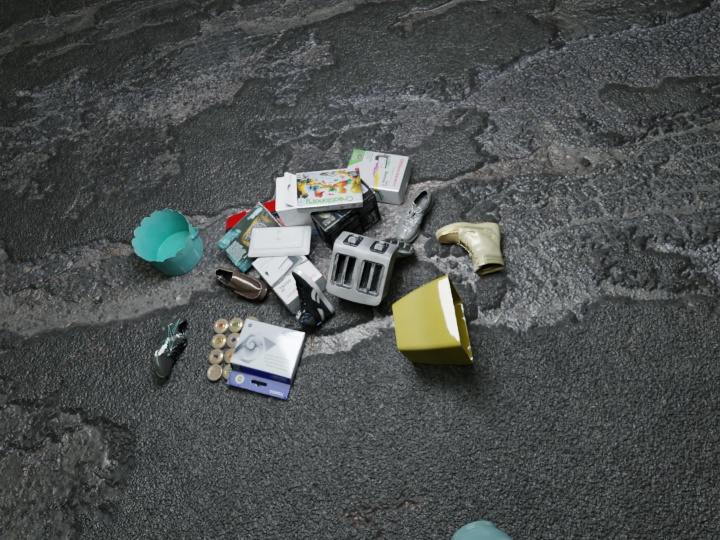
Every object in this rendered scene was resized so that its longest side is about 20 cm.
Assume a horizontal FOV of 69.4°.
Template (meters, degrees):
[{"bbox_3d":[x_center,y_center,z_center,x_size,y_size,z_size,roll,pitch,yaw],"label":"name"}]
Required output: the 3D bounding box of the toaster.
[{"bbox_3d":[0.000,0.000,1.554,0.179,0.119,0.202,16,108,10],"label":"toaster"}]

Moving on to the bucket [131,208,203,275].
[{"bbox_3d":[-0.638,-0.090,1.748,0.205,0.135,0.209,-4,64,8],"label":"bucket"}]

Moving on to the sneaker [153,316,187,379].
[{"bbox_3d":[-0.588,0.235,1.617,0.078,0.076,0.202,-4,64,6],"label":"sneaker"}]

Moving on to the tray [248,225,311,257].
[{"bbox_3d":[-0.257,-0.097,1.649,0.198,0.022,0.108,-2,61,8],"label":"tray"}]

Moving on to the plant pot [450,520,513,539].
[{"bbox_3d":[0.284,0.667,1.190,0.199,0.201,0.135,-22,35,0],"label":"plant pot"}]

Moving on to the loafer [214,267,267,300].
[{"bbox_3d":[-0.390,0.044,1.665,0.199,0.071,0.074,18,88,22],"label":"loafer"}]

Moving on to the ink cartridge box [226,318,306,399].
[{"bbox_3d":[-0.282,0.261,1.552,0.198,0.041,0.202,11,66,10],"label":"ink cartridge box"}]

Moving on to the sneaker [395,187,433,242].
[{"bbox_3d":[0.167,-0.181,1.667,0.074,0.082,0.201,21,70,20],"label":"sneaker"}]

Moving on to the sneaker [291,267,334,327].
[{"bbox_3d":[-0.164,0.095,1.537,0.112,0.200,0.073,-45,35,-14],"label":"sneaker"}]

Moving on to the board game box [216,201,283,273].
[{"bbox_3d":[-0.356,-0.109,1.711,0.200,0.028,0.135,-43,91,2],"label":"board game box"}]

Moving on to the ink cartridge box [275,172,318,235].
[{"bbox_3d":[-0.192,-0.215,1.686,0.124,0.200,0.130,-8,63,7],"label":"ink cartridge box"}]

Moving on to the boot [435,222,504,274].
[{"bbox_3d":[0.333,-0.064,1.585,0.198,0.073,0.157,-2,61,4],"label":"boot"}]

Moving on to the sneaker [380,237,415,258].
[{"bbox_3d":[0.074,-0.055,1.631,0.198,0.080,0.074,0,28,15],"label":"sneaker"}]

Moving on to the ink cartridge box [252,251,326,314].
[{"bbox_3d":[-0.223,0.014,1.646,0.144,0.084,0.200,-40,64,-11],"label":"ink cartridge box"}]

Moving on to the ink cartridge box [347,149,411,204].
[{"bbox_3d":[0.057,-0.316,1.752,0.198,0.084,0.146,11,67,15],"label":"ink cartridge box"}]

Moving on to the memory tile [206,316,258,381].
[{"bbox_3d":[-0.394,0.240,1.609,0.152,0.017,0.202,-4,64,9],"label":"memory tile"}]

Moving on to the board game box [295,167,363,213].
[{"bbox_3d":[-0.095,-0.244,1.578,0.198,0.035,0.127,-6,64,0],"label":"board game box"}]

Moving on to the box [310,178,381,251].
[{"bbox_3d":[-0.043,-0.172,1.658,0.200,0.164,0.086,-39,64,-8],"label":"box"}]

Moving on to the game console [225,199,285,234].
[{"bbox_3d":[-0.346,-0.134,1.780,0.198,0.119,0.173,-20,31,0],"label":"game console"}]

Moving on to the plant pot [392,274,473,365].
[{"bbox_3d":[0.196,0.158,1.448,0.175,0.200,0.202,-15,62,17],"label":"plant pot"}]
